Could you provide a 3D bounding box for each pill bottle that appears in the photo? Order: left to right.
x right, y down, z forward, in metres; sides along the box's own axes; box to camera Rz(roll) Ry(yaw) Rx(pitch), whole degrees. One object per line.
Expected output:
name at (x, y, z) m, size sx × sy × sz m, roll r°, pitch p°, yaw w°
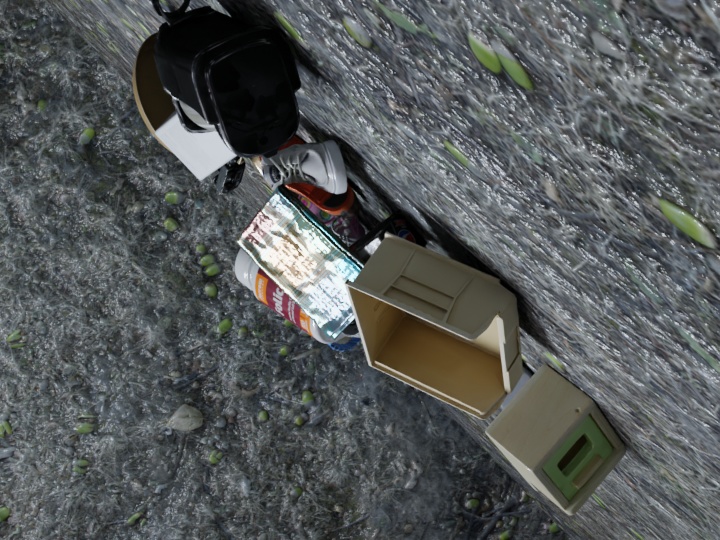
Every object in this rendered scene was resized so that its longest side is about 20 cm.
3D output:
pill bottle at (-0.098, 0.021, 1.862) m, size 0.199 × 0.115 × 0.114 m, roll 30°, pitch 168°, yaw 34°

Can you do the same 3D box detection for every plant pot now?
plant pot at (-0.274, -0.259, 1.789) m, size 0.027 × 0.202 × 0.200 m, roll -15°, pitch 133°, yaw 33°

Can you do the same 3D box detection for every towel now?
towel at (-0.071, -0.008, 1.622) m, size 0.200 × 0.022 × 0.147 m, roll 44°, pitch 133°, yaw -1°

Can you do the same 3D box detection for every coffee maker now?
coffee maker at (-0.165, -0.233, 1.352) m, size 0.192 × 0.135 × 0.200 m, roll 47°, pitch 173°, yaw -26°

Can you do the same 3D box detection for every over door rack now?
over door rack at (0.054, -0.022, 1.743) m, size 0.198 × 0.067 × 0.148 m, roll 29°, pitch 173°, yaw 7°

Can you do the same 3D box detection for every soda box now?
soda box at (0.000, 0.000, 1.646) m, size 0.063 × 0.071 × 0.199 m, roll 46°, pitch 134°, yaw -9°

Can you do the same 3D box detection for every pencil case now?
pencil case at (-0.044, -0.077, 1.898) m, size 0.087 × 0.087 × 0.200 m, roll 42°, pitch 173°, yaw 18°

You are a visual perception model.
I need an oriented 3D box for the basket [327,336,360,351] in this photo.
basket at (-0.001, 0.074, 1.956) m, size 0.199 × 0.140 × 0.176 m, roll 37°, pitch -177°, yaw 15°

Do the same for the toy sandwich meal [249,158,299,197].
toy sandwich meal at (-0.138, -0.184, 1.906) m, size 0.206 × 0.070 × 0.205 m, roll 55°, pitch 179°, yaw 1°

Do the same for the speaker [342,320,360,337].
speaker at (0.055, 0.069, 1.819) m, size 0.198 × 0.082 × 0.081 m, roll 9°, pitch -159°, yaw -44°

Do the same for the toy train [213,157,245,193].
toy train at (-0.179, -0.191, 1.776) m, size 0.034 × 0.045 × 0.201 m, roll 50°, pitch 142°, yaw 22°

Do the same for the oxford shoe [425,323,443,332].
oxford shoe at (0.117, 0.063, 1.658) m, size 0.197 × 0.072 × 0.073 m, roll 9°, pitch 145°, yaw 25°

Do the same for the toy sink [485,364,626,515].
toy sink at (0.288, 0.253, 1.681) m, size 0.112 × 0.130 × 0.200 m, roll 38°, pitch 171°, yaw 44°

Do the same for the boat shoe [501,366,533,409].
boat shoe at (0.217, 0.151, 1.844) m, size 0.200 × 0.071 × 0.070 m, roll 42°, pitch -157°, yaw -18°

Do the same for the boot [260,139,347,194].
boot at (-0.081, -0.132, 1.594) m, size 0.200 × 0.094 × 0.075 m, roll -156°, pitch 53°, yaw -76°

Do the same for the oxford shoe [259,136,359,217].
oxford shoe at (-0.080, -0.139, 1.781) m, size 0.200 × 0.071 × 0.072 m, roll 43°, pitch -178°, yaw 27°

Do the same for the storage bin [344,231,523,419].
storage bin at (0.100, 0.075, 1.516) m, size 0.197 × 0.094 × 0.201 m, roll 24°, pitch 152°, yaw 25°

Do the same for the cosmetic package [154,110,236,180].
cosmetic package at (-0.197, -0.211, 1.660) m, size 0.102 × 0.074 × 0.199 m, roll 46°, pitch 144°, yaw -16°
